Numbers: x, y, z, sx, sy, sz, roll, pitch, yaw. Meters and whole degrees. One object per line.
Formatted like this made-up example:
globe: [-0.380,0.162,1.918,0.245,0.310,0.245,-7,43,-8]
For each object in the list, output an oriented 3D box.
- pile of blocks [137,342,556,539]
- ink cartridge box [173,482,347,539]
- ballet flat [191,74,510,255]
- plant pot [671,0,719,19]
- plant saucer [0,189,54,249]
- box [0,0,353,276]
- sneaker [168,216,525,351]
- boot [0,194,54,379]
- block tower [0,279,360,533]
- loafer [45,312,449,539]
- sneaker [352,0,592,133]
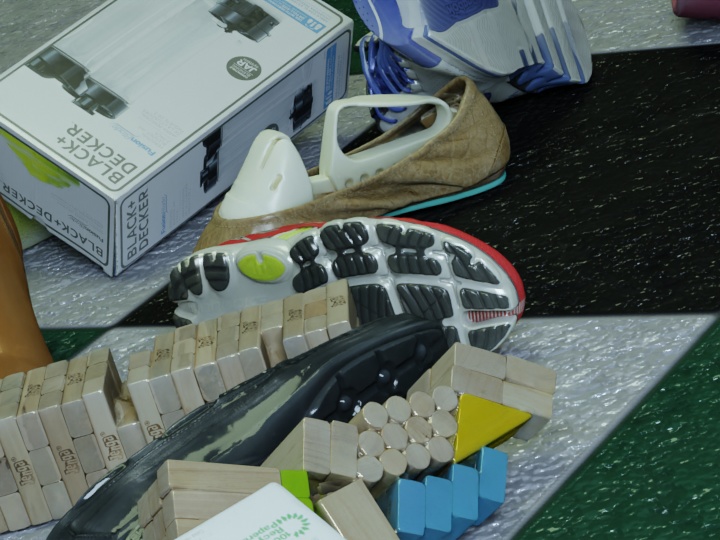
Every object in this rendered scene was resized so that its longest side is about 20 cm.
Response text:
pile of blocks: [-0.004,0.095,1.088,0.199,0.082,0.062,-21,-17,-34]
ink cartridge box: [-0.042,0.171,0.889,0.199,0.041,0.200,-28,42,-28]
ballet flat: [-0.013,-0.048,1.438,0.199,0.073,0.068,-24,23,-18]
plant pot: [0.267,-0.241,1.585,0.178,0.201,0.200,1,21,4]
plant saucer: [-0.204,-0.058,1.658,0.199,0.048,0.200,-27,22,-27]
box: [-0.110,-0.096,1.560,0.116,0.060,0.200,35,53,24]
sneaker: [0.000,0.000,1.302,0.199,0.077,0.085,1,21,40]
boot: [-0.193,-0.005,1.345,0.076,0.156,0.200,-15,20,3]
block tower: [-0.094,0.063,1.234,0.199,0.054,0.058,-16,19,5]
loafer: [-0.044,0.073,1.144,0.200,0.068,0.070,-34,35,-32]
sneaker: [0.037,-0.117,1.537,0.115,0.081,0.199,-24,-17,26]
